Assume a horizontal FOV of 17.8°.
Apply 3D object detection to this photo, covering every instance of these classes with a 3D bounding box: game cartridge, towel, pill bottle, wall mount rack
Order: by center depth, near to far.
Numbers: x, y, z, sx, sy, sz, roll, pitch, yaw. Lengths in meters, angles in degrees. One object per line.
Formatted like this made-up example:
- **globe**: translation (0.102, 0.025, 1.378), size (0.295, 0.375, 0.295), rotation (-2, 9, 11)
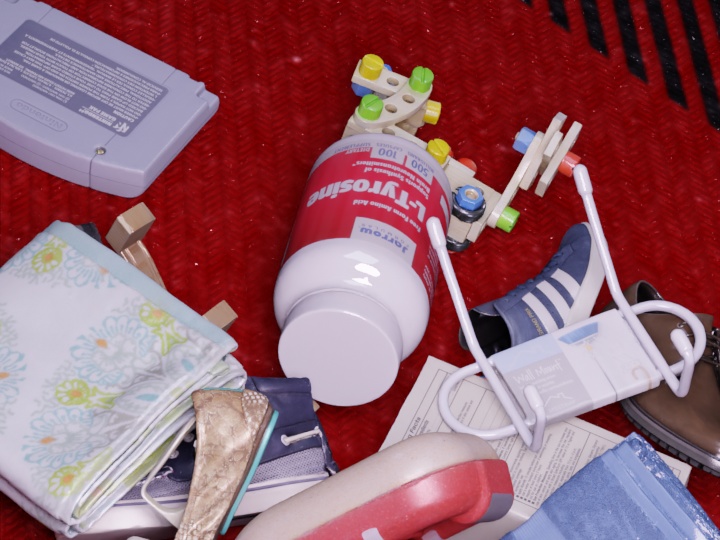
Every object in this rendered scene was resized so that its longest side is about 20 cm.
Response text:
- **towel**: translation (0.134, 0.206, 1.475), size (0.200, 0.049, 0.112), rotation (-40, 66, 4)
- **towel**: translation (-0.195, 0.068, 1.518), size (0.199, 0.048, 0.171), rotation (32, 61, 31)
- **wall mount rack**: translation (0.135, 0.028, 1.571), size (0.198, 0.075, 0.174), rotation (-19, 54, -15)
- **pill bottle**: translation (0.000, 0.000, 1.642), size (0.111, 0.113, 0.201), rotation (13, 39, 1)
- **game cartridge**: translation (-0.227, -0.134, 1.791), size (0.199, 0.042, 0.133), rotation (27, 53, 14)

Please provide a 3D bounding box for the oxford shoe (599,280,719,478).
- **oxford shoe**: translation (0.224, 0.073, 1.617), size (0.072, 0.085, 0.200), rotation (22, 22, -38)

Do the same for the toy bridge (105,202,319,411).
- **toy bridge**: translation (-0.109, 0.047, 1.624), size (0.027, 0.067, 0.200), rotation (-37, 83, -35)

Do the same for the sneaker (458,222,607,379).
- **sneaker**: translation (0.121, 0.031, 1.676), size (0.084, 0.075, 0.201), rotation (23, 48, -2)

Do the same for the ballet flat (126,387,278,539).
- **ballet flat**: translation (-0.114, 0.166, 1.459), size (0.065, 0.071, 0.202), rotation (21, 89, -1)

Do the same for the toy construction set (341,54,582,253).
- **toy construction set**: translation (0.068, -0.090, 1.776), size (0.198, 0.093, 0.131), rotation (19, 43, 17)

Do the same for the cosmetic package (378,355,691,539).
- **cosmetic package**: translation (0.113, 0.150, 1.571), size (0.199, 0.073, 0.104), rotation (23, 48, 10)

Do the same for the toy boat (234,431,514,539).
- **toy boat**: translation (0.014, 0.193, 1.452), size (0.199, 0.130, 0.132), rotation (-29, 75, 19)

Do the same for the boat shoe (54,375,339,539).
- **boat shoe**: translation (-0.113, 0.125, 1.533), size (0.198, 0.075, 0.094), rotation (-6, 77, -23)

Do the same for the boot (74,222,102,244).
- **boot**: translation (-0.242, 0.044, 1.608), size (0.130, 0.070, 0.201), rotation (-1, 44, -5)
